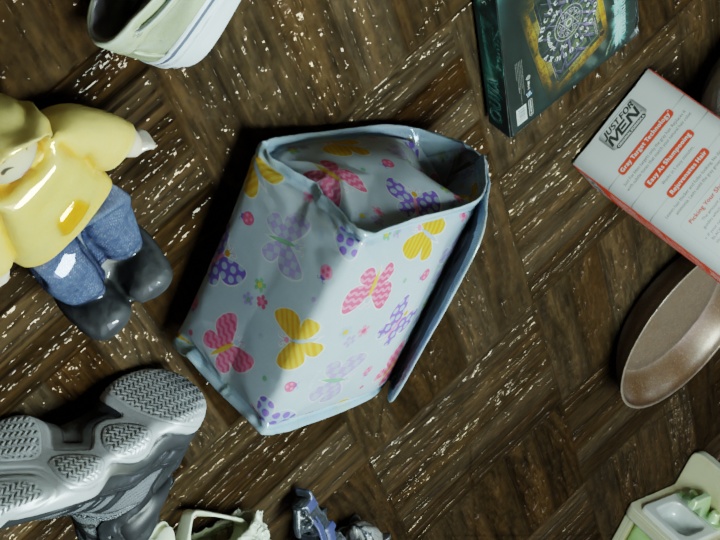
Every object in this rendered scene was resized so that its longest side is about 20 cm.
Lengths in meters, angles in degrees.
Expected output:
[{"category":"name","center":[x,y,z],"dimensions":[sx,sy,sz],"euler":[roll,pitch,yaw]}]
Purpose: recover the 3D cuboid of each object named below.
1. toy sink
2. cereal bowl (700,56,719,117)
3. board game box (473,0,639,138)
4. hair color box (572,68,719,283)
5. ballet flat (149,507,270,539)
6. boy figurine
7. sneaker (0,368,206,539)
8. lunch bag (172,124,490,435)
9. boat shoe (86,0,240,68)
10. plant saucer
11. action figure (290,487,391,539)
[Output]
[{"category":"toy sink","center":[0.367,0.331,1.968],"dimensions":[0.112,0.130,0.201],"euler":[-11,134,-45]},{"category":"cereal bowl","center":[0.352,-0.147,1.456],"dimensions":[0.199,0.083,0.201],"euler":[-32,145,-26]},{"category":"board game box","center":[0.136,-0.199,1.172],"dimensions":[0.135,0.028,0.201],"euler":[-39,148,-18]},{"category":"hair color box","center":[0.276,-0.060,1.340],"dimensions":[0.102,0.200,0.061],"euler":[-50,150,4]},{"category":"ballet flat","center":[-0.139,0.211,1.258],"dimensions":[0.199,0.072,0.072],"euler":[-3,127,-54]},{"category":"boy figurine","center":[-0.166,-0.041,0.928],"dimensions":[0.124,0.064,0.200],"euler":[-40,152,-9]},{"category":"sneaker","center":[-0.186,0.145,1.095],"dimensions":[0.199,0.075,0.114],"euler":[-24,139,-40]},{"category":"lunch bag","center":[0.000,0.000,1.130],"dimensions":[0.199,0.127,0.170],"euler":[-14,138,-53]},{"category":"boat shoe","center":[-0.075,-0.188,0.871],"dimensions":[0.062,0.072,0.201],"euler":[-6,132,-52]},{"category":"plant saucer","center":[0.314,0.045,1.670],"dimensions":[0.200,0.037,0.201],"euler":[-32,145,-26]},{"category":"action figure","center":[-0.054,0.267,1.422],"dimensions":[0.193,0.104,0.201],"euler":[-38,122,-30]}]
